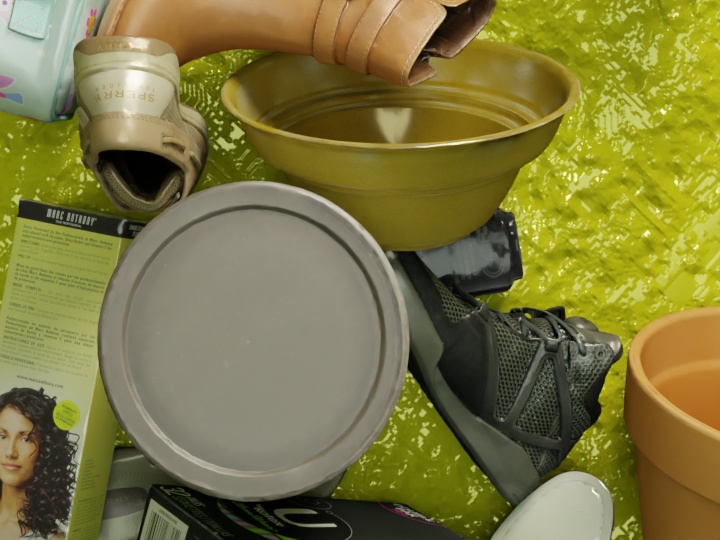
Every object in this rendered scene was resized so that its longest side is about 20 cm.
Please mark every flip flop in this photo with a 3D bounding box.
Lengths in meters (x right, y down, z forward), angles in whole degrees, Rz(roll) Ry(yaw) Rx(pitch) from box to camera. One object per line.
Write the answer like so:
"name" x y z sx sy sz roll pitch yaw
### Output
"flip flop" -0.101 0.130 0.889 0.197 0.058 0.082 -12 94 0

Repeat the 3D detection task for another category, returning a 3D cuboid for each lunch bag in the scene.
"lunch bag" -0.167 -0.185 0.799 0.076 0.160 0.203 15 96 -6

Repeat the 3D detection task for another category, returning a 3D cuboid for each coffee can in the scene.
"coffee can" -0.053 0.044 0.770 0.144 0.200 0.149 0 83 -2

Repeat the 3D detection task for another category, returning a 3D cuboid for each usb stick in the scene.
"usb stick" 0.000 0.000 0.896 0.197 0.033 0.056 -9 90 -3

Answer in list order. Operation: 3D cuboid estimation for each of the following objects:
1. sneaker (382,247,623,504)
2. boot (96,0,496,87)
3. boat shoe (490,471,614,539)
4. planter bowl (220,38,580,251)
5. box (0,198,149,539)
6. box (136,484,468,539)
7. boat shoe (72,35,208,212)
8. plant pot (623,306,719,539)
"sneaker" 0.080 0.037 0.871 0.114 0.076 0.200 -39 116 -4
"boot" -0.034 -0.136 0.808 0.155 0.077 0.200 37 56 20
"boat shoe" 0.104 0.220 0.914 0.072 0.060 0.204 28 92 31
"planter bowl" 0.023 -0.066 0.822 0.197 0.201 0.085 -4 115 -3
"box" -0.178 0.063 0.863 0.074 0.050 0.203 9 90 15
"box" -0.018 0.207 0.821 0.198 0.148 0.126 12 96 -39
"boat shoe" -0.122 -0.062 0.796 0.070 0.200 0.065 -3 76 1
"plant pot" 0.247 0.126 0.857 0.197 0.201 0.142 3 112 -4
